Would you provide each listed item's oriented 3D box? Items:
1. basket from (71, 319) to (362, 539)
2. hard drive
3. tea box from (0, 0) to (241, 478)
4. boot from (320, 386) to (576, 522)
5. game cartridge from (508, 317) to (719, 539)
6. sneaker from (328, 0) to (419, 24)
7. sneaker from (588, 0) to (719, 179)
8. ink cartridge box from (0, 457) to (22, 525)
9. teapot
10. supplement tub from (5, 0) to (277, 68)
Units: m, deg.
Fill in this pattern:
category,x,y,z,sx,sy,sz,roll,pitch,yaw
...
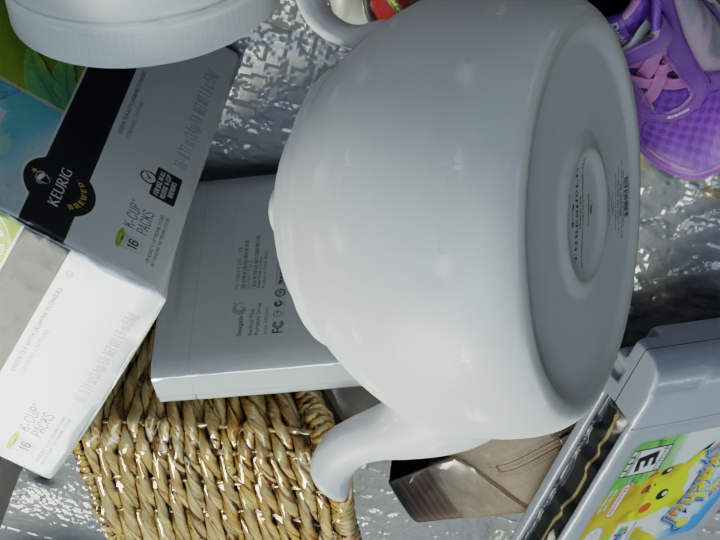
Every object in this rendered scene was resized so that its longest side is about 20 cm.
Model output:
category,x,y,z,sx,sy,sz,roll,pitch,yaw
basket,-0.054,0.101,0.863,0.147,0.144,0.202,1,134,14
hard drive,0.000,0.000,0.785,0.197,0.133,0.027,-6,137,7
tea box,-0.181,-0.051,0.735,0.195,0.201,0.134,27,126,-14
boot,0.059,0.057,0.876,0.145,0.071,0.201,-26,121,16
game cartridge,0.162,0.109,0.872,0.132,0.041,0.201,-9,137,-37
sneaker,0.027,-0.189,0.679,0.084,0.077,0.201,11,140,19
sneaker,0.123,-0.114,0.721,0.080,0.089,0.201,-21,122,19
ink cartridge box,-0.278,0.056,0.860,0.197,0.145,0.148,17,127,-5
teapot,0.028,-0.030,0.662,0.144,0.202,0.198,4,146,26
supplement tub,-0.102,-0.203,0.656,0.130,0.133,0.202,0,127,7
